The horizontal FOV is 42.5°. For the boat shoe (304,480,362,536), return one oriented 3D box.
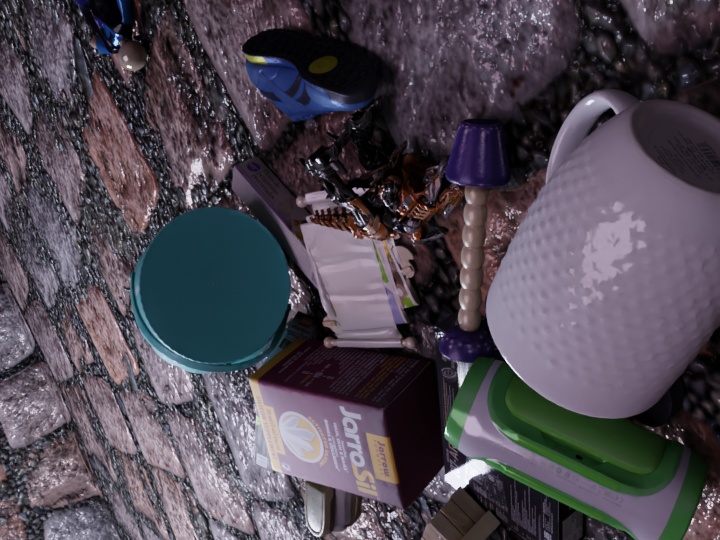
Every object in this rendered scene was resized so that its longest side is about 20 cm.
[{"bbox_3d":[-0.027,0.240,1.198,0.074,0.067,0.205,26,113,52],"label":"boat shoe"}]

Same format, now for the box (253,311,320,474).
[{"bbox_3d":[-0.097,0.162,1.205,0.034,0.111,0.203,21,136,13],"label":"box"}]

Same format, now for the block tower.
[{"bbox_3d":[0.100,0.296,1.011,0.058,0.054,0.201,43,158,17],"label":"block tower"}]

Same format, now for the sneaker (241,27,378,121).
[{"bbox_3d":[-0.044,-0.183,0.922,0.199,0.066,0.080,29,147,45],"label":"sneaker"}]

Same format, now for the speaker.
[{"bbox_3d":[0.170,0.145,0.746,0.197,0.089,0.090,24,136,16],"label":"speaker"}]

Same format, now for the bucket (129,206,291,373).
[{"bbox_3d":[-0.176,0.025,1.107,0.210,0.204,0.135,63,167,0],"label":"bucket"}]

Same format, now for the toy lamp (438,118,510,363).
[{"bbox_3d":[0.096,-0.026,0.794,0.058,0.057,0.205,24,117,47],"label":"toy lamp"}]

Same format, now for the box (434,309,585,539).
[{"bbox_3d":[0.144,0.158,0.895,0.159,0.043,0.204,28,134,46],"label":"box"}]

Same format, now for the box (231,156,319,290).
[{"bbox_3d":[-0.082,-0.054,1.093,0.200,0.038,0.042,47,145,26],"label":"box"}]

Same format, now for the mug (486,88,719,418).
[{"bbox_3d":[0.175,-0.034,0.629,0.177,0.144,0.203,110,157,-45],"label":"mug"}]

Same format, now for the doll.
[{"bbox_3d":[-0.359,-0.359,1.285,0.201,0.048,0.137,52,139,9],"label":"doll"}]

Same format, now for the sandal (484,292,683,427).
[{"bbox_3d":[0.175,0.061,0.774,0.199,0.042,0.078,33,138,42],"label":"sandal"}]

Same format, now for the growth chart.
[{"bbox_3d":[0.000,0.000,0.988,0.142,0.018,0.204,3,117,32],"label":"growth chart"}]

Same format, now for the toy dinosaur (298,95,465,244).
[{"bbox_3d":[0.012,-0.072,0.878,0.198,0.103,0.137,-28,109,30],"label":"toy dinosaur"}]

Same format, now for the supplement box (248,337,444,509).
[{"bbox_3d":[-0.013,0.167,1.043,0.197,0.103,0.134,5,118,37],"label":"supplement box"}]
